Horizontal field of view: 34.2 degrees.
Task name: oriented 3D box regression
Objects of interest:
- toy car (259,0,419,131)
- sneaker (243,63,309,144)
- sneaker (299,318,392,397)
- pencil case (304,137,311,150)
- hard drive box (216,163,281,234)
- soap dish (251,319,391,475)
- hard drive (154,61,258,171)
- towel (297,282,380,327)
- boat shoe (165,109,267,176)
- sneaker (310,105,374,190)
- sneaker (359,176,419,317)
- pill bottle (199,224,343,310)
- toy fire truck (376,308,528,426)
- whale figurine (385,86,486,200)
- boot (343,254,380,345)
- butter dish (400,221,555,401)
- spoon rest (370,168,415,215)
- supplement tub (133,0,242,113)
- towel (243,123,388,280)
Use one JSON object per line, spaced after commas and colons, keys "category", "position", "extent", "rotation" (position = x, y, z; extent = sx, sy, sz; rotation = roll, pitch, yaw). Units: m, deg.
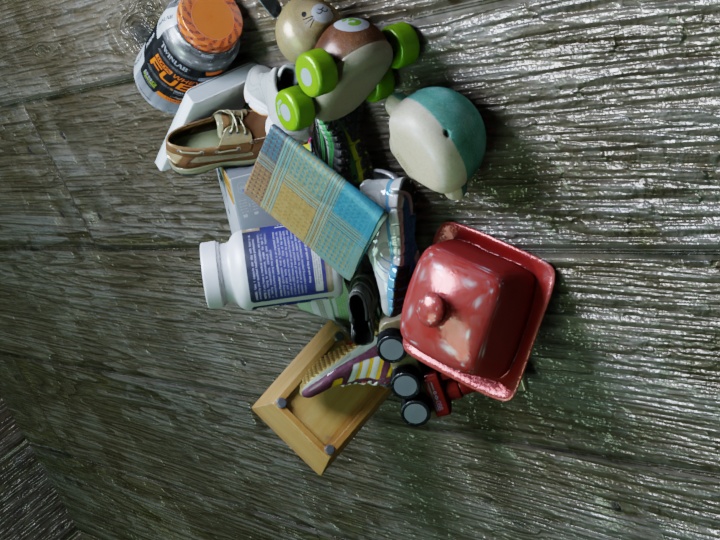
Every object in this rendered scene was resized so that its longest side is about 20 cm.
{"category": "toy car", "position": [-0.053, -0.306, 1.487], "extent": [0.202, 0.163, 0.158], "rotation": [60, 148, 11]}
{"category": "sneaker", "position": [-0.109, -0.255, 1.635], "extent": [0.201, 0.074, 0.093], "rotation": [-123, 38, -50]}
{"category": "sneaker", "position": [0.001, 0.154, 1.807], "extent": [0.091, 0.198, 0.075], "rotation": [56, -178, -12]}
{"category": "pencil case", "position": [-0.072, -0.099, 1.753], "extent": [0.088, 0.088, 0.202], "rotation": [25, 140, 34]}
{"category": "hard drive box", "position": [-0.160, -0.080, 1.806], "extent": [0.156, 0.075, 0.203], "rotation": [-128, 25, -64]}
{"category": "soap dish", "position": [-0.052, 0.200, 1.878], "extent": [0.157, 0.200, 0.081], "rotation": [44, 159, -4]}
{"category": "hard drive", "position": [-0.233, -0.232, 1.779], "extent": [0.026, 0.131, 0.200], "rotation": [53, 147, 8]}
{"category": "towel", "position": [-0.052, 0.028, 1.892], "extent": [0.198, 0.031, 0.151], "rotation": [15, 131, 43]}
{"category": "boat shoe", "position": [-0.192, -0.196, 1.709], "extent": [0.074, 0.197, 0.077], "rotation": [74, 176, -63]}
{"category": "sneaker", "position": [-0.045, -0.194, 1.617], "extent": [0.084, 0.077, 0.204], "rotation": [10, 115, 49]}
{"category": "sneaker", "position": [0.032, -0.035, 1.618], "extent": [0.085, 0.075, 0.204], "rotation": [10, 112, 29]}
{"category": "pill bottle", "position": [-0.129, -0.006, 1.690], "extent": [0.116, 0.196, 0.118], "rotation": [172, 90, -85]}
{"category": "toy fire truck", "position": [0.136, 0.127, 1.702], "extent": [0.197, 0.129, 0.178], "rotation": [-15, 115, 12]}
{"category": "whale figurine", "position": [0.096, -0.168, 1.496], "extent": [0.160, 0.103, 0.200], "rotation": [53, 171, -3]}
{"category": "boot", "position": [0.000, 0.000, 1.704], "extent": [0.066, 0.132, 0.203], "rotation": [-7, 125, 8]}
{"category": "butter dish", "position": [0.126, 0.051, 1.542], "extent": [0.198, 0.147, 0.203], "rotation": [26, 103, 34]}
{"category": "spoon rest", "position": [0.049, -0.053, 1.669], "extent": [0.098, 0.060, 0.203], "rotation": [14, 132, 43]}
{"category": "supplement tub", "position": [-0.252, -0.326, 1.725], "extent": [0.123, 0.122, 0.200], "rotation": [52, 147, -1]}
{"category": "towel", "position": [-0.063, -0.092, 1.587], "extent": [0.199, 0.022, 0.147], "rotation": [40, 138, 7]}
